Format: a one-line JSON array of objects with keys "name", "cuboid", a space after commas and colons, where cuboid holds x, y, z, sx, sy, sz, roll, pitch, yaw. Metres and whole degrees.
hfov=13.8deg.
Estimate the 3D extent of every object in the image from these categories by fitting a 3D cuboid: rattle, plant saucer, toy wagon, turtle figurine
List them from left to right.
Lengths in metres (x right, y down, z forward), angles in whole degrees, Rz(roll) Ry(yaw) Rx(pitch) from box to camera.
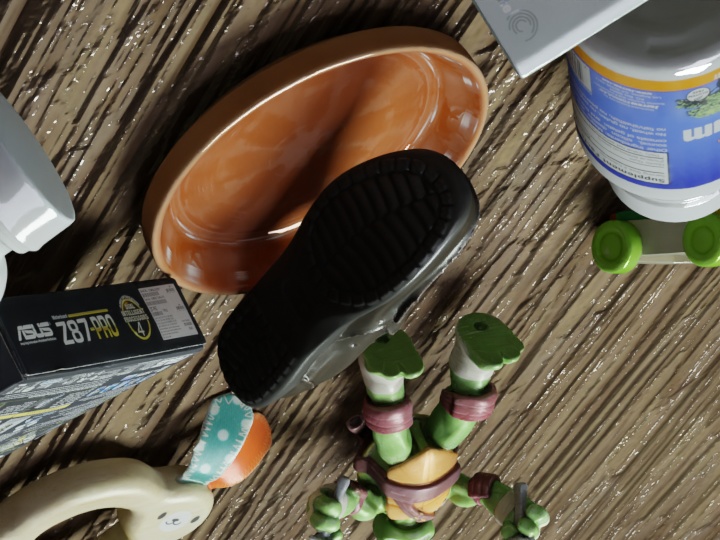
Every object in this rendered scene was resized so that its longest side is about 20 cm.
[{"name": "rattle", "cuboid": [-0.124, 0.174, 1.769, 0.200, 0.143, 0.130, -17, 132, -14]}, {"name": "plant saucer", "cuboid": [-0.026, -0.061, 1.576, 0.200, 0.032, 0.200, -24, 152, -14]}, {"name": "turtle figurine", "cuboid": [0.045, 0.137, 1.833, 0.200, 0.144, 0.194, -64, 164, -51]}, {"name": "toy wagon", "cuboid": [0.244, -0.019, 1.799, 0.200, 0.040, 0.155, -5, 176, 43]}]

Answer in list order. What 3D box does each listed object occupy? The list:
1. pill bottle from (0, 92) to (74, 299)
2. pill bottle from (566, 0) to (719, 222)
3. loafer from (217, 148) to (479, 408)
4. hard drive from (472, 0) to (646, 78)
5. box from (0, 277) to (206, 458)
[{"name": "pill bottle", "cuboid": [-0.236, -0.002, 1.373, 0.200, 0.112, 0.112, -34, 153, 6]}, {"name": "pill bottle", "cuboid": [0.168, -0.107, 1.605, 0.112, 0.112, 0.200, -28, 153, -5]}, {"name": "loafer", "cuboid": [0.000, 0.000, 1.607, 0.071, 0.073, 0.200, -7, 153, -48]}, {"name": "hard drive", "cuboid": [0.126, -0.200, 1.402, 0.200, 0.132, 0.026, -32, -168, 2]}, {"name": "box", "cuboid": [-0.191, 0.063, 1.514, 0.161, 0.049, 0.200, -31, 172, 22]}]
